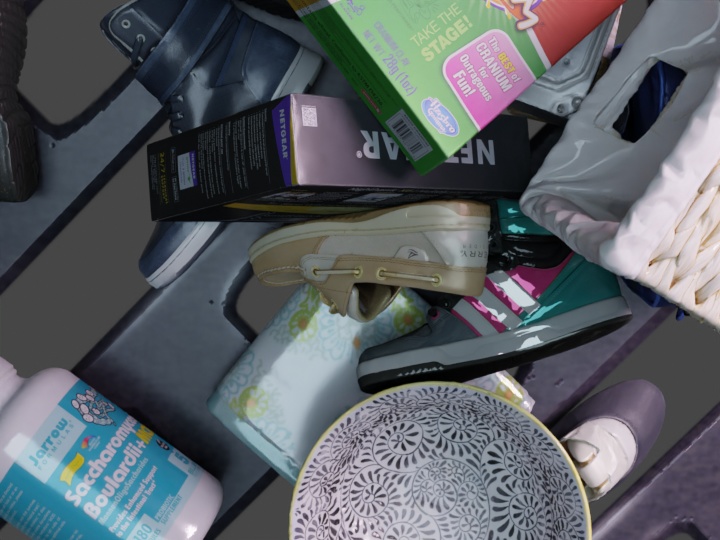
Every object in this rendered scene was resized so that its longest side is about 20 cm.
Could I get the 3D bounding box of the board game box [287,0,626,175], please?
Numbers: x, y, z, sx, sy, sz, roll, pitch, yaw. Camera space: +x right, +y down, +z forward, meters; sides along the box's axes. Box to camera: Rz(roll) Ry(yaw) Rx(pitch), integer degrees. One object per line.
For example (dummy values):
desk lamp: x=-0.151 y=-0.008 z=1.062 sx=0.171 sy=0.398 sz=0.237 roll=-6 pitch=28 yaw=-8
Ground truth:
board game box: x=0.062 y=-0.177 z=0.650 sx=0.200 sy=0.040 sz=0.154 roll=-42 pitch=97 yaw=-22

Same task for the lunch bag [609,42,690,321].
lunch bag: x=0.232 y=-0.064 z=0.783 sx=0.130 sy=0.136 sz=0.203 roll=-2 pitch=99 yaw=0

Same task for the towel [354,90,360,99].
towel: x=0.007 y=-0.244 z=0.814 sx=0.152 sy=0.023 sz=0.201 roll=-33 pitch=95 yaw=3

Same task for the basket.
basket: x=0.217 y=-0.063 z=0.618 sx=0.160 sy=0.200 sz=0.199 roll=32 pitch=98 yaw=-11

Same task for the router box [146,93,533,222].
router box: x=-0.012 y=-0.065 z=0.722 sx=0.198 sy=0.156 sz=0.053 roll=-2 pitch=86 yaw=-42

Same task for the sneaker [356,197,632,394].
sneaker: x=0.080 y=0.008 z=0.793 sx=0.197 sy=0.084 sz=0.122 roll=-15 pitch=74 yaw=-9

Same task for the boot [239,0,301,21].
boot: x=-0.026 y=-0.237 z=0.775 sx=0.198 sy=0.070 sz=0.133 roll=21 pitch=92 yaw=-16

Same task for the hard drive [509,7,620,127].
hard drive: x=0.111 y=-0.211 z=0.735 sx=0.138 sy=0.038 sz=0.202 roll=22 pitch=92 yaw=6

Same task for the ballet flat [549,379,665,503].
ballet flat: x=0.152 y=0.158 z=0.847 sx=0.199 sy=0.073 sz=0.073 roll=-37 pitch=97 yaw=4

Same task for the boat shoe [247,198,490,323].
boat shoe: x=0.000 y=0.000 z=0.758 sx=0.198 sy=0.073 sz=0.070 roll=-9 pitch=82 yaw=42

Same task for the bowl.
bowl: x=0.054 y=0.170 z=0.783 sx=0.198 sy=0.094 sz=0.204 roll=0 pitch=93 yaw=6

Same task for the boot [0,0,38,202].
boot: x=-0.308 y=-0.139 z=0.806 sx=0.129 sy=0.068 sz=0.203 roll=-2 pitch=97 yaw=6

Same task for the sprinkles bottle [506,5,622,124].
sprinkles bottle: x=0.155 y=-0.204 z=0.797 sx=0.067 sy=0.068 sz=0.203 roll=11 pitch=98 yaw=-2

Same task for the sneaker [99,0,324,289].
sneaker: x=-0.137 y=-0.104 z=0.796 sx=0.145 sy=0.077 sz=0.204 roll=32 pitch=87 yaw=-16

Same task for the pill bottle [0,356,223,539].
pill bottle: x=-0.206 y=0.147 z=0.820 sx=0.199 sy=0.111 sz=0.111 roll=36 pitch=96 yaw=-6

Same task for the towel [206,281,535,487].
towel: x=0.010 y=0.100 z=0.850 sx=0.200 sy=0.048 sz=0.172 roll=40 pitch=93 yaw=-6
